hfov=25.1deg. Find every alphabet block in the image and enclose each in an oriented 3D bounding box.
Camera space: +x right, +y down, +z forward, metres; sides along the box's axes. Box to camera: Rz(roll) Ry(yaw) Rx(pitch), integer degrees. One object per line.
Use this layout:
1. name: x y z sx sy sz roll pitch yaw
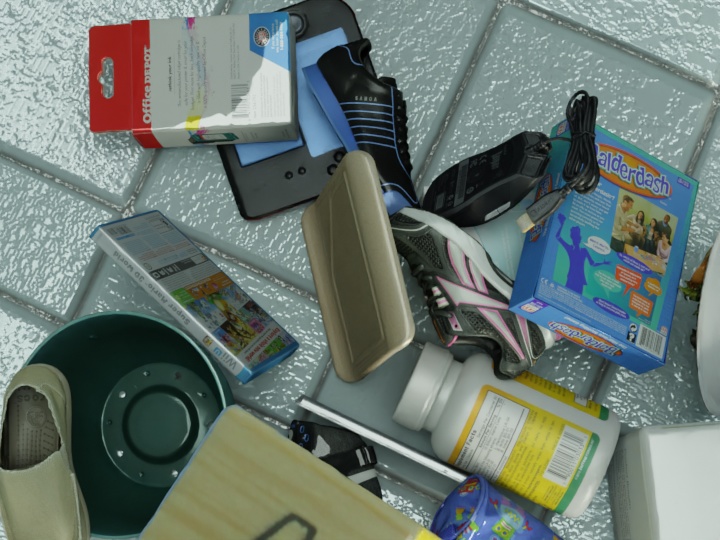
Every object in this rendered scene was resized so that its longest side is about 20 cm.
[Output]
1. alphabet block: -0.062 0.258 1.374 0.200 0.195 0.197 31 84 19

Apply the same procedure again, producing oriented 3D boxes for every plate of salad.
1. plate of salad: 0.344 0.038 1.541 0.048 0.200 0.201 6 77 28

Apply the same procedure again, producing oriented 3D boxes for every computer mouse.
1. computer mouse: 0.143 -0.069 1.475 0.200 0.141 0.046 -30 123 27

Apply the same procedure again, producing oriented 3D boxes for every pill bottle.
1. pill bottle: 0.136 0.146 1.541 0.200 0.113 0.113 24 79 2

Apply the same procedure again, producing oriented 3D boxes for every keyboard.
1. keyboard: 0.030 0.167 1.562 0.200 0.056 0.011 26 88 3

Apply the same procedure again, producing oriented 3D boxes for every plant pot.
1. plant pot: -0.205 0.142 1.496 0.200 0.161 0.201 -1 85 7

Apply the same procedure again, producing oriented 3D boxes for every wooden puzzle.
1. wooden puzzle: 0.000 0.000 1.526 0.037 0.200 0.186 -10 79 -19

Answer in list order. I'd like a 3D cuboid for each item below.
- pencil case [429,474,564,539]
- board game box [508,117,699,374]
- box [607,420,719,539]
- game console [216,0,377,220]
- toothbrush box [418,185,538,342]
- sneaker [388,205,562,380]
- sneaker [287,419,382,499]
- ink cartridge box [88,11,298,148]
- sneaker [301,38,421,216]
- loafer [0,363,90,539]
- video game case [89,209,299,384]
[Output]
1. pencil case: 0.157 0.279 1.509 0.200 0.078 0.087 39 39 -10
2. board game box: 0.229 -0.025 1.500 0.152 0.045 0.200 27 63 -19
3. box: 0.346 0.241 1.499 0.199 0.171 0.200 -4 79 -3
4. game console: -0.066 -0.167 1.637 0.176 0.031 0.201 -18 80 -6
5. toothbrush box: 0.165 -0.017 1.587 0.199 0.085 0.147 -8 80 -4
6. sneaker: 0.091 0.023 1.492 0.200 0.080 0.086 37 75 6
7. sneaker: -0.081 0.202 1.549 0.199 0.073 0.112 -6 76 -11
8. ink cartridge box: -0.164 -0.186 1.601 0.199 0.067 0.117 -2 80 4
9. sneaker: 0.020 -0.135 1.583 0.078 0.070 0.200 -30 80 2
10. loafer: -0.280 0.180 1.387 0.075 0.068 0.201 -10 83 7
11. video game case: -0.155 0.021 1.544 0.200 0.143 0.018 43 106 6
